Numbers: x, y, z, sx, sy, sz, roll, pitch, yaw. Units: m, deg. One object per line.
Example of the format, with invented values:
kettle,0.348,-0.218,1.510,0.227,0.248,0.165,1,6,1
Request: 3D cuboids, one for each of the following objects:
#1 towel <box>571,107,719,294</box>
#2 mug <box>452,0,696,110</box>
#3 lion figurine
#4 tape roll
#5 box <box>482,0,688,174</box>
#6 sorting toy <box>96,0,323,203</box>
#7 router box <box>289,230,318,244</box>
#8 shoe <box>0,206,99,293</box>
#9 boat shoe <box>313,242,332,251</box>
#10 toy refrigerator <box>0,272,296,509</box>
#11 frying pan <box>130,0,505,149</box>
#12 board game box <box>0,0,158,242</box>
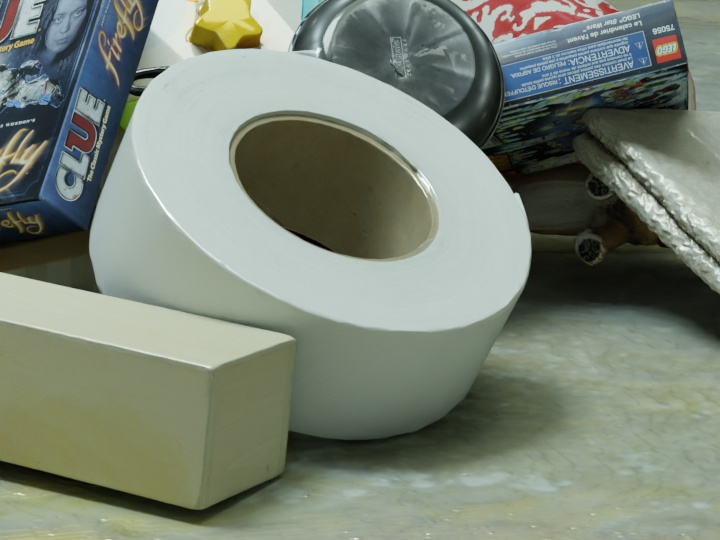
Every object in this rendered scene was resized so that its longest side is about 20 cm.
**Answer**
towel,0.210,-0.021,1.446,0.132,0.035,0.200,-1,37,-39
mug,0.148,-0.132,1.805,0.177,0.134,0.200,-5,20,-20
lion figurine,0.111,-0.036,1.549,0.199,0.073,0.122,7,12,23
tape roll,-0.022,-0.015,1.280,0.202,0.071,0.203,17,36,-12
box,0.113,-0.095,1.520,0.137,0.040,0.200,-13,-9,5
sorting toy,-0.080,-0.116,1.449,0.200,0.180,0.107,-33,-11,-22
router box,-0.125,-0.049,1.565,0.199,0.062,0.150,1,14,-6
shoe,-0.179,0.003,1.381,0.199,0.054,0.070,-8,21,15
boat shoe,-0.002,-0.001,1.400,0.199,0.066,0.074,-7,17,-32
toy refrigerator,-0.135,0.049,1.194,0.199,0.070,0.076,12,14,24
frying pan,-0.016,-0.113,1.393,0.190,0.115,0.031,19,-28,-2
board game box,-0.196,-0.076,1.350,0.200,0.136,0.035,-7,-32,40
